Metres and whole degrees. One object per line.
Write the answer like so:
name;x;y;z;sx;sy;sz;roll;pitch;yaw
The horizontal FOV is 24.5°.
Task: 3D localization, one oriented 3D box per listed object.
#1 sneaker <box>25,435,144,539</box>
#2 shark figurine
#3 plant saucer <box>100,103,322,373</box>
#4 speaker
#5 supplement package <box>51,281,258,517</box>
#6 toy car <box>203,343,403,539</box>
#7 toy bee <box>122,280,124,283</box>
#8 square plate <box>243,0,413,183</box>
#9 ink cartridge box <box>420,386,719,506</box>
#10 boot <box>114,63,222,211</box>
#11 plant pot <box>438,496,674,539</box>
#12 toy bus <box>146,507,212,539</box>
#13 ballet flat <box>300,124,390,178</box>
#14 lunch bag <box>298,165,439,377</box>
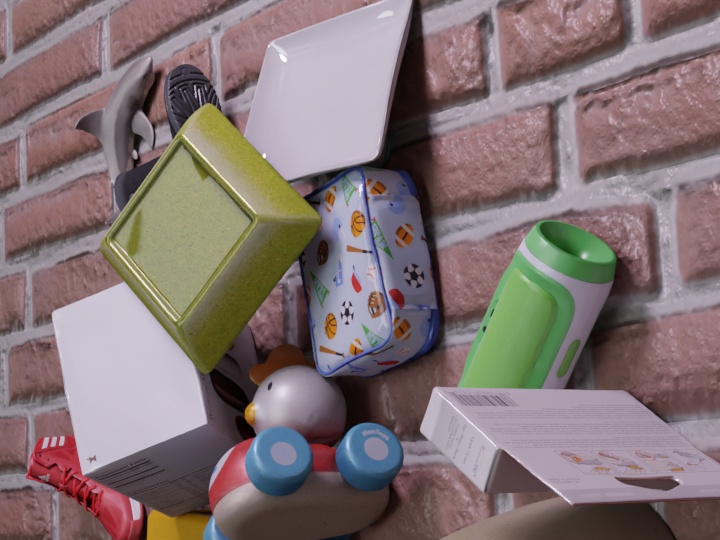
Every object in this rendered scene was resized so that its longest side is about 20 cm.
sneaker;-0.354;0.277;2.065;0.200;0.115;0.079;43;121;49
shark figurine;-0.315;-0.158;2.083;0.128;0.089;0.215;-8;78;56
plant saucer;-0.164;-0.037;1.627;0.200;0.048;0.200;46;107;30
speaker;0.143;0.062;1.392;0.088;0.088;0.201;49;125;46
supplement package;-0.200;0.130;1.746;0.147;0.200;0.192;-22;64;12
toy car;-0.073;0.162;1.622;0.185;0.176;0.201;119;144;-48
toy bee;-0.234;0.041;1.940;0.200;0.109;0.131;-45;54;8
square plate;-0.034;-0.168;1.648;0.200;0.028;0.199;-13;54;40
ink cartridge box;0.172;0.145;1.237;0.176;0.199;0.045;40;119;50
boot;-0.228;-0.133;1.950;0.200;0.065;0.165;-25;82;54
plant pot;0.123;0.266;1.298;0.187;0.199;0.188;-10;78;54
toy bus;-0.176;0.299;1.836;0.200;0.078;0.065;-5;82;55
ballet flat;-0.048;-0.132;1.709;0.200;0.064;0.068;18;102;54
lunch bag;0.000;0.000;1.618;0.160;0.075;0.201;-31;63;53
